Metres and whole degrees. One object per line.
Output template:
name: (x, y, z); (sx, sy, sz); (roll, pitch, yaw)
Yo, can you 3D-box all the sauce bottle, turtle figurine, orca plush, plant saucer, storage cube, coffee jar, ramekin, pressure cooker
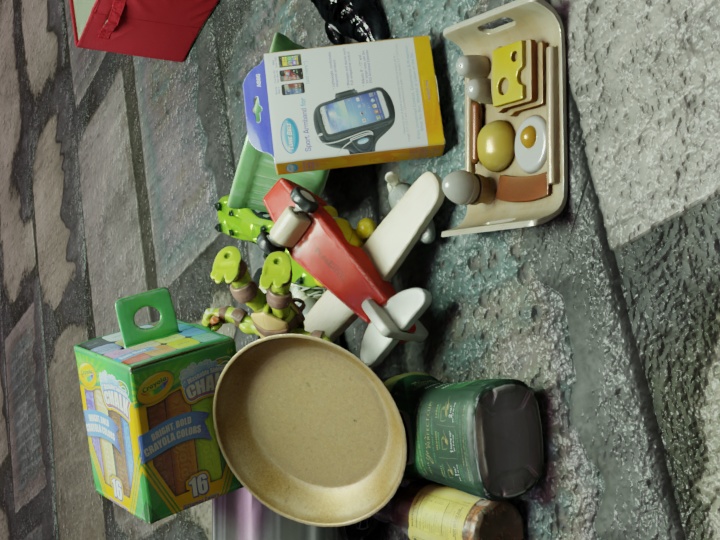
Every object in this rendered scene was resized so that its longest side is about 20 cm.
sauce bottle: (0.075, 0.237, 1.086); (0.199, 0.065, 0.067); (-3, 85, 61)
turtle figurine: (-0.077, 0.047, 1.101); (0.197, 0.065, 0.163); (20, 147, 26)
orca plush: (-0.033, -0.297, 1.289); (0.106, 0.070, 0.202); (-53, 45, 43)
plant saucer: (-0.045, 0.147, 1.071); (0.197, 0.035, 0.204); (8, 113, 18)
storage cube: (-0.330, -0.445, 1.692); (0.171, 0.177, 0.203); (-44, 51, 49)
coffee jar: (0.080, 0.151, 1.059); (0.199, 0.084, 0.106); (-3, 93, 58)
ramekin: (-0.078, -0.155, 1.269); (0.200, 0.096, 0.204); (-164, 90, -83)
pressure cooker: (-0.081, 0.224, 1.236); (0.175, 0.176, 0.204); (-5, 85, 61)

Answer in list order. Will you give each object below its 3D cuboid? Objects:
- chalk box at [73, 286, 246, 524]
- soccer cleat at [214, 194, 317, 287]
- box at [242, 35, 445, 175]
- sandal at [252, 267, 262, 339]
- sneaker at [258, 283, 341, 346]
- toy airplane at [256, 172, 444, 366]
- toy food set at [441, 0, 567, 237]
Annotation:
chalk box: (-0.198, 0.123, 1.117); (0.123, 0.123, 0.204); (12, 111, 50)
soccer cleat: (-0.093, -0.044, 1.321); (0.199, 0.080, 0.069); (34, 129, 39)
box: (-0.018, -0.167, 1.146); (0.042, 0.196, 0.121); (84, 179, -76)
sandal: (-0.109, 0.073, 1.415); (0.201, 0.047, 0.076); (54, 132, 46)
sneaker: (-0.069, 0.034, 1.331); (0.201, 0.066, 0.091); (55, 137, 48)
toy airplane: (0.000, 0.000, 1.170); (0.196, 0.141, 0.203); (-2, 96, 21)
toy food set: (0.121, -0.136, 1.033); (0.143, 0.059, 0.204); (-6, 84, 59)
